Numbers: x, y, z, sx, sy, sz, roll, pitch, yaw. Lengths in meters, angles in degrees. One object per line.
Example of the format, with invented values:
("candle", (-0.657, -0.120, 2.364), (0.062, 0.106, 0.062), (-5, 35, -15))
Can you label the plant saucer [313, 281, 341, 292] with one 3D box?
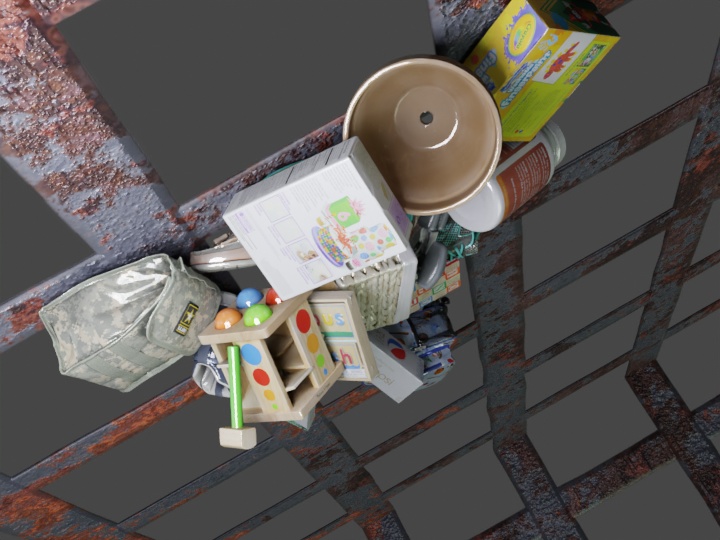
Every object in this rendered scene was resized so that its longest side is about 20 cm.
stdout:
("plant saucer", (-0.064, 0.071, 1.586), (0.035, 0.200, 0.201), (-34, 160, -23))

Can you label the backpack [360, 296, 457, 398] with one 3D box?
("backpack", (0.079, 0.154, 2.004), (0.188, 0.156, 0.201), (-11, 155, -15))

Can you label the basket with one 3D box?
("basket", (0.000, 0.000, 1.609), (0.122, 0.137, 0.201), (-22, 154, -12))

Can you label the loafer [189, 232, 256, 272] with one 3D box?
("loafer", (-0.141, -0.039, 1.471), (0.197, 0.064, 0.072), (-8, 179, -12))

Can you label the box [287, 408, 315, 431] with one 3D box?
("box", (-0.165, 0.186, 1.722), (0.037, 0.198, 0.145), (-61, 172, -23))

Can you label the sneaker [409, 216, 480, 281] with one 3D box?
("sneaker", (0.140, -0.047, 1.668), (0.201, 0.091, 0.078), (-50, 158, -7))

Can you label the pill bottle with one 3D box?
("pill bottle", (0.212, -0.148, 1.552), (0.199, 0.112, 0.113), (-36, 165, -37))

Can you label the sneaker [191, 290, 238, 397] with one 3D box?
("sneaker", (-0.183, 0.124, 1.618), (0.076, 0.149, 0.202), (0, 165, 29))

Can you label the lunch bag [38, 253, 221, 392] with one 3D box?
("lunch bag", (-0.288, 0.063, 1.411), (0.198, 0.119, 0.164), (-31, 160, 6))

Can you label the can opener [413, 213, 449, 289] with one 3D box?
("can opener", (0.119, -0.074, 1.595), (0.052, 0.066, 0.203), (-8, 116, -60))

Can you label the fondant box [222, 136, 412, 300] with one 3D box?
("fondant box", (-0.054, -0.062, 1.351), (0.198, 0.145, 0.059), (-21, -153, 28))

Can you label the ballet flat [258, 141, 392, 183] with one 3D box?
("ballet flat", (-0.046, -0.123, 1.399), (0.198, 0.064, 0.069), (-28, 158, -5))

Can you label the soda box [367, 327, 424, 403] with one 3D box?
("soda box", (0.018, 0.140, 1.852), (0.199, 0.064, 0.068), (39, 119, -18))

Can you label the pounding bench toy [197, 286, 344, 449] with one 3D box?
("pounding bench toy", (-0.141, 0.124, 1.437), (0.123, 0.158, 0.200), (-8, -156, 34))

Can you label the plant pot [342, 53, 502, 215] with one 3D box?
("plant pot", (0.080, -0.180, 1.346), (0.200, 0.201, 0.093), (-40, -165, 22))

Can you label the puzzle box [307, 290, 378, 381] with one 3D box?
("puzzle box", (-0.078, 0.094, 1.529), (0.198, 0.135, 0.025), (-3, -155, 33))

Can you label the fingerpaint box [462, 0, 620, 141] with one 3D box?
("fingerpaint box", (0.217, -0.265, 1.412), (0.165, 0.074, 0.200), (-8, 147, -43))

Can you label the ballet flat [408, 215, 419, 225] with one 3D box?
("ballet flat", (0.073, -0.126, 1.537), (0.067, 0.068, 0.201), (-40, 160, -14))

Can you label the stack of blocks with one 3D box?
("stack of blocks", (0.105, -0.008, 1.810), (0.114, 0.059, 0.200), (-28, 156, -5))
